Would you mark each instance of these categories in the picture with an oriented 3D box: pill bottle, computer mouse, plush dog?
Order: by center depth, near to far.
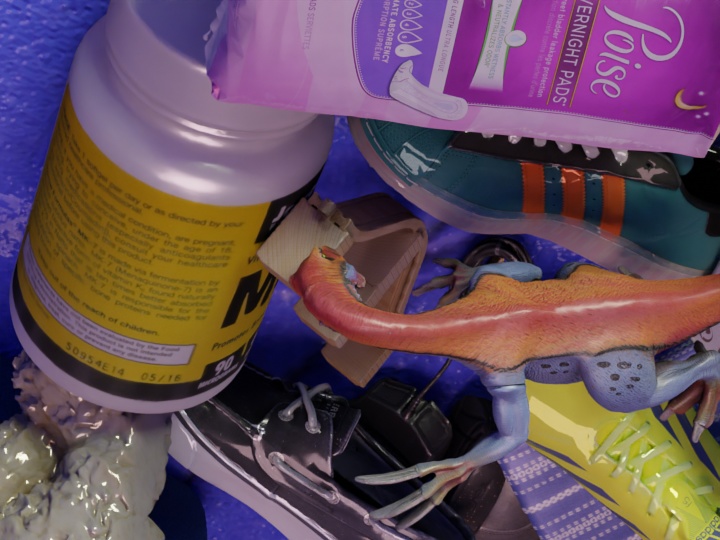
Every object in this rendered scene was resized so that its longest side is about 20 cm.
[{"bbox_3d":[-0.076,-0.042,0.968,0.114,0.115,0.200,12,136,-11],"label":"pill bottle"},{"bbox_3d":[-0.168,0.143,1.054,0.171,0.161,0.201,-7,117,23],"label":"plush dog"},{"bbox_3d":[0.035,0.055,1.131,0.059,0.034,0.200,42,128,10],"label":"computer mouse"}]

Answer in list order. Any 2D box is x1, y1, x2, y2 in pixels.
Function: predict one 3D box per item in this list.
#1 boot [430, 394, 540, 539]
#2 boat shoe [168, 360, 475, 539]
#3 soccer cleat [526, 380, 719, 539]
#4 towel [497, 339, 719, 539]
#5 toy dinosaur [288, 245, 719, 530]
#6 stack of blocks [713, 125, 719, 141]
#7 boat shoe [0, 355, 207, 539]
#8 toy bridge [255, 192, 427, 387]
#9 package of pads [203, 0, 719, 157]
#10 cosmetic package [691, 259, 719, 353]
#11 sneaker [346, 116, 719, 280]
[{"bbox_3d":[0.083,0.150,1.202,0.131,0.070,0.200,13,138,-17],"label":"boot"},{"bbox_3d":[-0.029,0.084,1.109,0.200,0.072,0.068,43,121,-8],"label":"boat shoe"},{"bbox_3d":[0.144,0.101,1.074,0.200,0.084,0.065,39,106,-24],"label":"soccer cleat"},{"bbox_3d":[0.168,0.125,1.153,0.144,0.024,0.200,-28,119,5],"label":"towel"},{"bbox_3d":[0.069,0.010,0.917,0.200,0.105,0.181,-39,146,27],"label":"toy dinosaur"},{"bbox_3d":[0.071,-0.130,0.910,0.199,0.059,0.115,16,135,-14],"label":"stack of blocks"},{"bbox_3d":[-0.162,0.113,1.161,0.068,0.084,0.200,-24,129,30],"label":"boat shoe"},{"bbox_3d":[0.000,0.000,1.013,0.027,0.067,0.200,38,173,15],"label":"toy bridge"},{"bbox_3d":[0.047,-0.109,0.835,0.199,0.076,0.121,7,139,-5],"label":"package of pads"},{"bbox_3d":[0.230,-0.025,0.973,0.112,0.081,0.200,-17,147,-29],"label":"cosmetic package"},{"bbox_3d":[0.092,-0.054,0.987,0.199,0.072,0.080,17,134,-27],"label":"sneaker"}]
